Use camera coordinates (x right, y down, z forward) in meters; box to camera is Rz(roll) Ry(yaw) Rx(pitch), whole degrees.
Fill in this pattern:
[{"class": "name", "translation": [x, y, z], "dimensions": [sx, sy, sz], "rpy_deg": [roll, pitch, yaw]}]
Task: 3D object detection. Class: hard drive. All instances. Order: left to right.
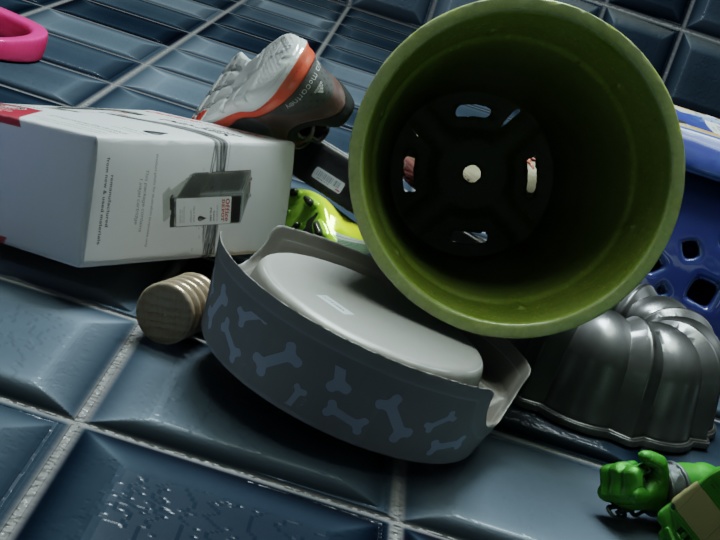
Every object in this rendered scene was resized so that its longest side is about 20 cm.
[{"class": "hard drive", "translation": [0.027, -0.047, 1.136], "dimensions": [0.200, 0.038, 0.140], "rpy_deg": [30, 3, -41]}]

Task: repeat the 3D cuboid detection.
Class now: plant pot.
[{"class": "plant pot", "translation": [0.086, -0.066, 0.932], "dimensions": [0.200, 0.200, 0.190], "rpy_deg": [17, 2, -5]}, {"class": "plant pot", "translation": [0.293, -0.039, 1.257], "dimensions": [0.200, 0.180, 0.200], "rpy_deg": [18, 16, 1]}]

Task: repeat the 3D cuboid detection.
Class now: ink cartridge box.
[{"class": "ink cartridge box", "translation": [-0.162, -0.061, 0.962], "dimensions": [0.147, 0.083, 0.200], "rpy_deg": [15, 12, 32]}]

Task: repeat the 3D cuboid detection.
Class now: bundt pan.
[{"class": "bundt pan", "translation": [0.167, 0.048, 1.011], "dimensions": [0.202, 0.076, 0.202], "rpy_deg": [17, 16, -5]}]

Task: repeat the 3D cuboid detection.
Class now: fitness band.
[{"class": "fitness band", "translation": [-0.421, -0.265, 1.494], "dimensions": [0.200, 0.037, 0.144], "rpy_deg": [25, 17, 20]}]

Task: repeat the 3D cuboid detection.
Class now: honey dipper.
[{"class": "honey dipper", "translation": [-0.086, 0.011, 0.927], "dimensions": [0.038, 0.038, 0.200], "rpy_deg": [22, 14, 12]}]

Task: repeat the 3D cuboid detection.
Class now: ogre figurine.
[{"class": "ogre figurine", "translation": [0.247, 0.124, 0.781], "dimensions": [0.200, 0.098, 0.120], "rpy_deg": [-25, -19, 34]}]

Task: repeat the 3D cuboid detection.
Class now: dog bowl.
[{"class": "dog bowl", "translation": [-0.002, 0.042, 0.832], "dimensions": [0.200, 0.059, 0.200], "rpy_deg": [24, 13, -6]}]

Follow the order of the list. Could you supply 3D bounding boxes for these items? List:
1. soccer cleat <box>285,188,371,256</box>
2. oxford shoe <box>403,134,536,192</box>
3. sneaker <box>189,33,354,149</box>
[{"class": "soccer cleat", "translation": [0.000, 0.001, 1.027], "dimensions": [0.084, 0.065, 0.200], "rpy_deg": [24, 7, -43]}, {"class": "oxford shoe", "translation": [0.105, -0.065, 1.136], "dimensions": [0.200, 0.075, 0.070], "rpy_deg": [31, 3, -31]}, {"class": "sneaker", "translation": [-0.068, -0.114, 1.066], "dimensions": [0.082, 0.077, 0.200], "rpy_deg": [36, -13, -20]}]
